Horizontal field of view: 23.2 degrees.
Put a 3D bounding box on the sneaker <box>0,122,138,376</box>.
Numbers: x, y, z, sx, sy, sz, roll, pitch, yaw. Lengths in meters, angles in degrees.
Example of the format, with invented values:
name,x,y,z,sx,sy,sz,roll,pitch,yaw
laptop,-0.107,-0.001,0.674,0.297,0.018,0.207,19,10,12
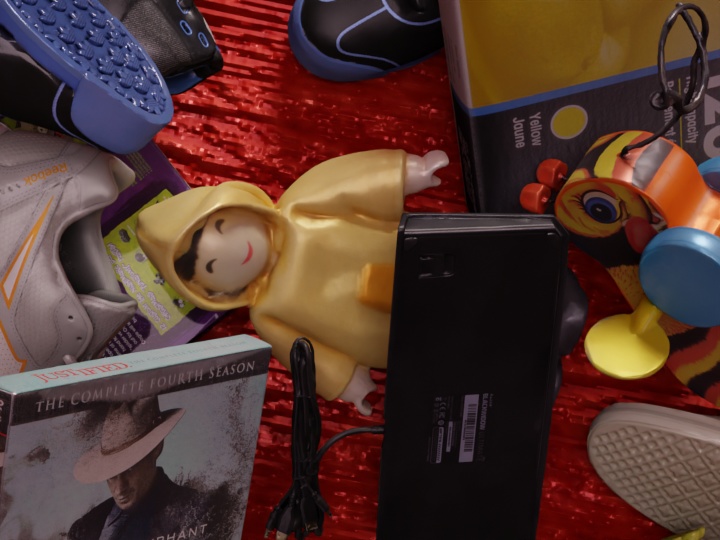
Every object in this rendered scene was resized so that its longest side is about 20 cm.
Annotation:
name,x,y,z,sx,sy,sz,roll,pitch,yaw
sneaker,-0.145,0.037,0.753,0.092,0.076,0.201,9,100,7

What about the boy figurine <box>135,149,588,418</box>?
name,x,y,z,sx,sy,sz,roll,pitch,yaw
boy figurine,0.000,0.000,0.781,0.199,0.064,0.125,19,104,-16

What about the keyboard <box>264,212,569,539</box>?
name,x,y,z,sx,sy,sz,roll,pitch,yaw
keyboard,0.022,0.066,0.769,0.126,0.021,0.201,-2,118,-10

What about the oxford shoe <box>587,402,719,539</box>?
name,x,y,z,sx,sy,sz,roll,pitch,yaw
oxford shoe,0.203,0.096,0.815,0.199,0.075,0.058,13,47,5

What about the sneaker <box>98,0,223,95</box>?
name,x,y,z,sx,sy,sz,roll,pitch,yaw
sneaker,-0.088,-0.148,0.806,0.112,0.073,0.200,43,74,-4

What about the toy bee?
name,x,y,z,sx,sy,sz,roll,pitch,yaw
toy bee,0.132,-0.022,0.770,0.131,0.108,0.201,-27,111,-45

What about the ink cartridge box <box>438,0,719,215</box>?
name,x,y,z,sx,sy,sz,roll,pitch,yaw
ink cartridge box,0.134,-0.124,0.781,0.199,0.047,0.198,-14,124,-4

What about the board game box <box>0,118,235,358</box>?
name,x,y,z,sx,sy,sz,roll,pitch,yaw
board game box,-0.152,-0.034,0.814,0.120,0.032,0.200,-38,87,-11

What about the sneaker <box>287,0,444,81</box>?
name,x,y,z,sx,sy,sz,roll,pitch,yaw
sneaker,0.058,-0.152,0.815,0.199,0.078,0.070,-27,87,-7

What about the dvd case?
name,x,y,z,sx,sy,sz,roll,pitch,yaw
dvd case,-0.106,0.131,0.724,0.022,0.146,0.201,20,107,36

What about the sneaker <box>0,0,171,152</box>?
name,x,y,z,sx,sy,sz,roll,pitch,yaw
sneaker,-0.174,-0.102,0.715,0.200,0.070,0.078,37,115,-9

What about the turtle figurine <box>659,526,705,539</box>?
name,x,y,z,sx,sy,sz,roll,pitch,yaw
turtle figurine,0.158,0.203,0.795,0.199,0.064,0.162,-23,82,3
